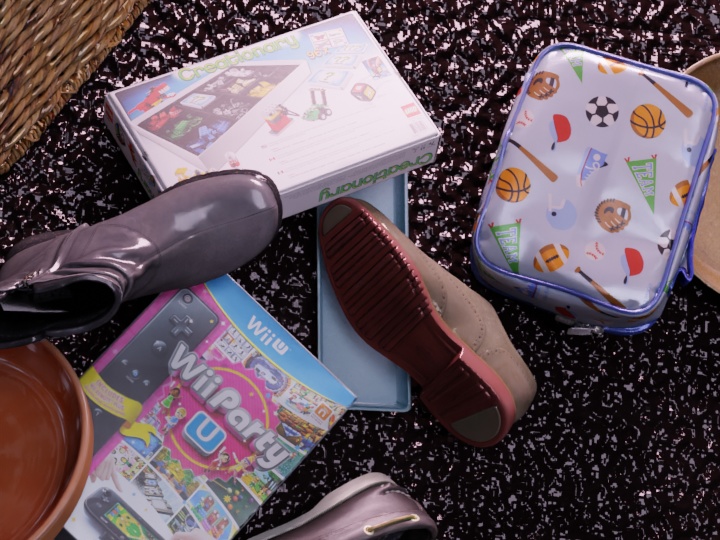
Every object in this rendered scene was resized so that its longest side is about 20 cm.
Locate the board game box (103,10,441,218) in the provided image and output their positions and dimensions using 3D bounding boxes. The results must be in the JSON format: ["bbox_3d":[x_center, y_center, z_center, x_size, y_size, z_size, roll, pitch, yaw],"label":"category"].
[{"bbox_3d":[-0.061,-0.098,1.487,0.199,0.035,0.127,-21,60,-22],"label":"board game box"}]

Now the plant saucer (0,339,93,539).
[{"bbox_3d":[-0.264,0.119,1.352,0.199,0.032,0.201,-5,55,7],"label":"plant saucer"}]

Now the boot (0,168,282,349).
[{"bbox_3d":[-0.144,0.001,1.350,0.199,0.132,0.070,-21,102,7],"label":"boot"}]

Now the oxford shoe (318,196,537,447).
[{"bbox_3d":[0.046,0.028,1.502,0.201,0.070,0.075,55,39,1],"label":"oxford shoe"}]

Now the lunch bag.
[{"bbox_3d":[0.171,-0.054,1.544,0.159,0.076,0.201,18,75,6],"label":"lunch bag"}]

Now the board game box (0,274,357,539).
[{"bbox_3d":[-0.123,0.110,1.424,0.147,0.064,0.200,43,68,0],"label":"board game box"}]

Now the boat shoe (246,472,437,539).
[{"bbox_3d":[-0.039,0.207,1.431,0.201,0.060,0.072,-33,132,-23],"label":"boat shoe"}]

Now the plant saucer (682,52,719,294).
[{"bbox_3d":[0.298,-0.066,1.633,0.199,0.035,0.202,4,78,-19],"label":"plant saucer"}]

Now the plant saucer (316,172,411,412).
[{"bbox_3d":[0.000,0.000,1.524,0.069,0.019,0.202,3,77,-18],"label":"plant saucer"}]

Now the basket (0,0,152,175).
[{"bbox_3d":[-0.259,-0.186,1.447,0.142,0.149,0.200,27,68,23],"label":"basket"}]
